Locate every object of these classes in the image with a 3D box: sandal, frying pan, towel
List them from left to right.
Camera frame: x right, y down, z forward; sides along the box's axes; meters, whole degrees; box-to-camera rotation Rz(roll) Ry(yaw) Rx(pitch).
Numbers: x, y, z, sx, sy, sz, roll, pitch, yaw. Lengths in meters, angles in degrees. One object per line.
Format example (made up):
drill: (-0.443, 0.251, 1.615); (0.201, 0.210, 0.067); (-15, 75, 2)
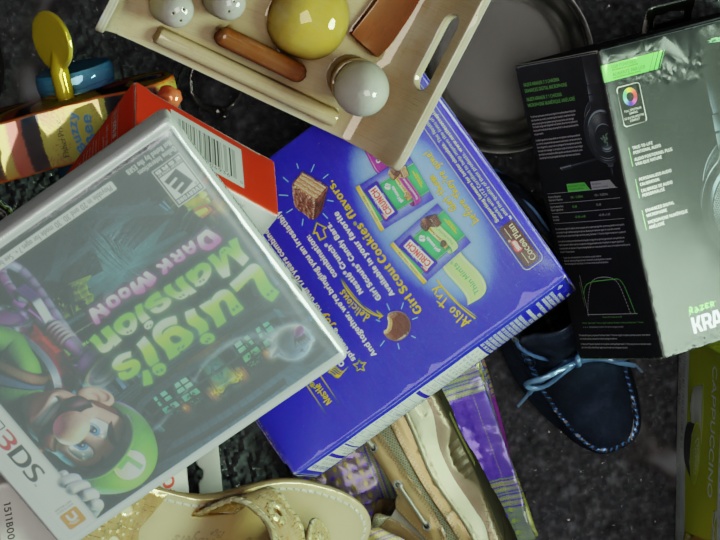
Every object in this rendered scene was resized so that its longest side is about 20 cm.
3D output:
sandal: (-0.076, 0.165, 1.509); (0.211, 0.070, 0.078); (11, 104, -29)
towel: (0.023, 0.108, 1.620); (0.143, 0.023, 0.201); (-19, 102, -7)
frying pan: (0.050, -0.137, 1.579); (0.189, 0.031, 0.116); (11, 95, -1)

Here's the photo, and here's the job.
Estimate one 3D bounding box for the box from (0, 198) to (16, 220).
box: (-0.260, 0.050, 1.548); (0.160, 0.044, 0.200); (35, 92, -14)

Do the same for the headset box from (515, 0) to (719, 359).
headset box: (0.204, -0.064, 1.553); (0.173, 0.093, 0.201); (-15, 96, -29)

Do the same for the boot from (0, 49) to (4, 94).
boot: (-0.275, -0.166, 1.450); (0.079, 0.158, 0.212); (-34, 103, -3)

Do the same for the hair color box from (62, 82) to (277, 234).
hair color box: (-0.143, 0.000, 1.465); (0.101, 0.061, 0.200); (29, 117, -23)

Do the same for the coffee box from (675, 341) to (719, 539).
coffee box: (0.318, 0.145, 1.589); (0.199, 0.198, 0.201); (-3, 100, -10)

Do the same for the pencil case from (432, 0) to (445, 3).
pencil case: (0.009, -0.239, 1.516); (0.088, 0.088, 0.200); (-42, 95, -1)

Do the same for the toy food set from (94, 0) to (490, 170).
toy food set: (-0.032, -0.159, 1.434); (0.199, 0.060, 0.144); (24, 100, -22)

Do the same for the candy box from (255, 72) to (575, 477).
candy box: (0.000, 0.000, 1.525); (0.200, 0.077, 0.170); (-35, 77, 3)

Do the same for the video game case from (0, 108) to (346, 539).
video game case: (-0.137, 0.036, 1.415); (0.200, 0.023, 0.182); (-34, 116, 5)

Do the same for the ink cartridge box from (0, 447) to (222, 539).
ink cartridge box: (-0.166, 0.154, 1.542); (0.199, 0.067, 0.117); (-14, 114, -22)

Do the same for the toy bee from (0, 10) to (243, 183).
toy bee: (-0.149, -0.096, 1.487); (0.200, 0.109, 0.131); (-40, 110, -14)

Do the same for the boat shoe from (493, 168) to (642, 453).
boat shoe: (0.115, 0.035, 1.599); (0.084, 0.069, 0.200); (-36, 105, -3)

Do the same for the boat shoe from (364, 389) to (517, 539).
boat shoe: (0.042, 0.143, 1.591); (0.076, 0.072, 0.201); (-26, 94, 7)
